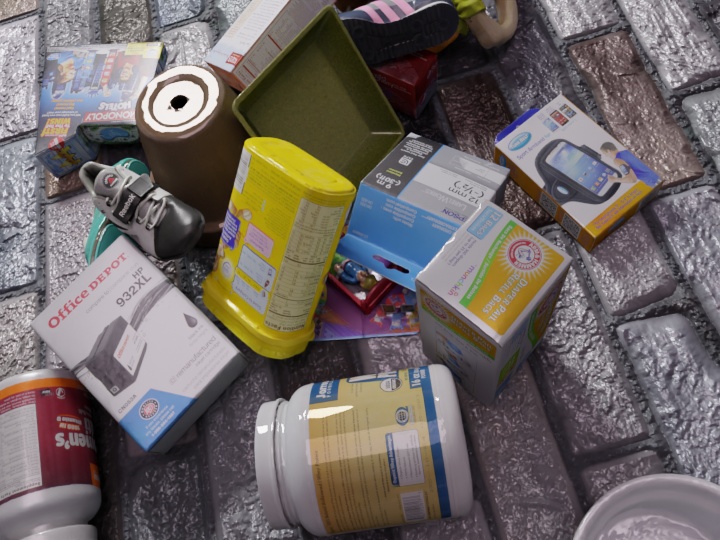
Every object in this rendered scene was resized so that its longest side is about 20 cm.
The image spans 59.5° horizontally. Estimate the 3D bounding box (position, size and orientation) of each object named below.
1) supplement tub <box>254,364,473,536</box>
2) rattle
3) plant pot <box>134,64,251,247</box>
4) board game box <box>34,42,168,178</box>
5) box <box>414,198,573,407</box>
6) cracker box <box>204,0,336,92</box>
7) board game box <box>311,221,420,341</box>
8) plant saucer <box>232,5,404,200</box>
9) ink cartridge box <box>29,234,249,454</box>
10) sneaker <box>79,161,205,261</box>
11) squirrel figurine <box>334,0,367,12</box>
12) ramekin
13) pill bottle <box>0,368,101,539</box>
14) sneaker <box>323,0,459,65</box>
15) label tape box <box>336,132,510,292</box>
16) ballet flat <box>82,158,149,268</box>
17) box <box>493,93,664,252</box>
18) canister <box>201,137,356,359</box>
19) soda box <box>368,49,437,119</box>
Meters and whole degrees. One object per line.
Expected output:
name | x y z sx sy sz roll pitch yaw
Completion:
supplement tub | 0.005 0.180 0.630 0.195 0.145 0.148 -9 64 4
rattle | 0.170 -0.393 0.936 0.129 0.143 0.202 34 54 -11
plant pot | -0.198 -0.156 0.804 0.195 0.175 0.205 -3 65 7
board game box | -0.392 -0.238 0.935 0.195 0.062 0.204 2 67 10
box | 0.130 0.041 0.643 0.101 0.201 0.113 38 75 23
cracker box | -0.124 -0.347 0.893 0.201 0.058 0.134 -50 37 -1
board game box | 0.000 0.000 0.772 0.195 0.039 0.162 -4 65 7
plant saucer | -0.054 -0.187 0.798 0.047 0.201 0.201 6 52 48
ink cartridge box | -0.250 0.085 0.727 0.199 0.084 0.145 42 77 10
sneaker | -0.263 -0.074 0.729 0.197 0.089 0.075 23 77 35
squirrel figurine | 0.027 -0.434 0.909 0.196 0.187 0.144 21 66 -10
ramekin | 0.277 0.294 0.560 0.195 0.098 0.205 -3 64 7
pill bottle | -0.344 0.222 0.686 0.107 0.110 0.203 -20 64 -1
sneaker | 0.028 -0.325 0.836 0.195 0.071 0.083 -9 46 0
label tape box | 0.074 -0.072 0.741 0.141 0.067 0.200 25 45 18
ballet flat | -0.335 -0.055 0.847 0.069 0.067 0.205 -11 61 31
box | 0.262 -0.134 0.794 0.118 0.042 0.201 -37 67 -9
canister | -0.094 -0.027 0.708 0.147 0.086 0.203 35 118 28
soda box | 0.012 -0.294 0.891 0.197 0.070 0.064 29 71 20
